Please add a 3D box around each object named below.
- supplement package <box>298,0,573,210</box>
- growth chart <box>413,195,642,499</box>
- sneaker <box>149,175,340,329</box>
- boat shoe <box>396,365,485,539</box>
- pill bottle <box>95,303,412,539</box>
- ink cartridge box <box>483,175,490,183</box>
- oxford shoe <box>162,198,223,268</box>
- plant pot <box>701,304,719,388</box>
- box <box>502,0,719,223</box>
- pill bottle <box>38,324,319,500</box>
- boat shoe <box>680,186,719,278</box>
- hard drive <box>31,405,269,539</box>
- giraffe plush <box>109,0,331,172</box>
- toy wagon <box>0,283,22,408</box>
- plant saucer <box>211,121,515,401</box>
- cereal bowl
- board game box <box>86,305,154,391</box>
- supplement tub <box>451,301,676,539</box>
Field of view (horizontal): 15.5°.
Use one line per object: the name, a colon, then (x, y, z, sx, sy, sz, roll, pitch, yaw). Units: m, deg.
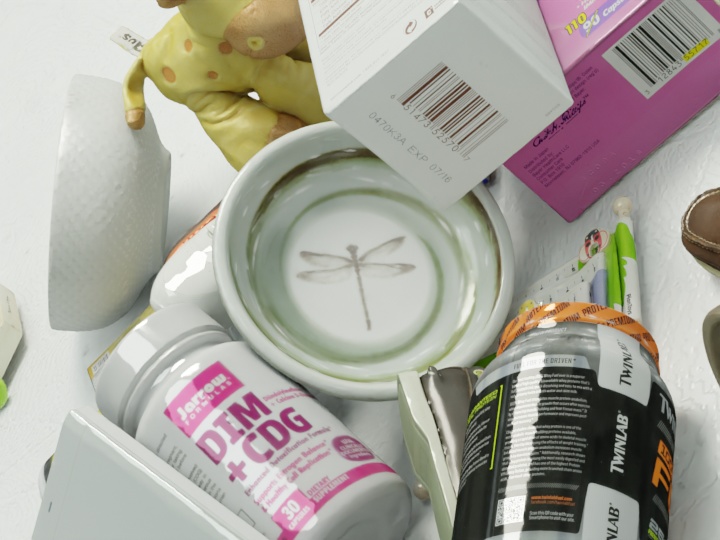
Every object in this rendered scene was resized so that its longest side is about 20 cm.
supplement package: (0.041, -0.159, 1.706, 0.117, 0.117, 0.200, -40, 33, 20)
growth chart: (0.106, 0.055, 1.685, 0.200, 0.018, 0.145, -36, 35, 25)
sneaker: (-0.063, -0.033, 1.781, 0.200, 0.081, 0.076, -35, 58, -28)
boat shoe: (0.072, 0.137, 1.591, 0.060, 0.072, 0.202, -11, 51, -8)
pill bottle: (-0.071, 0.118, 1.675, 0.200, 0.113, 0.113, 41, 92, 27)
ink cartridge box: (0.052, -0.128, 1.911, 0.094, 0.044, 0.201, -30, 38, 33)
oxford shoe: (-0.073, -0.031, 1.885, 0.200, 0.072, 0.072, -32, 21, -36)
plant pot: (0.296, 0.049, 1.308, 0.173, 0.200, 0.200, -38, 31, -8)
box: (0.154, -0.166, 1.772, 0.176, 0.097, 0.200, -40, 33, 18)
pill bottle: (-0.119, 0.114, 1.819, 0.200, 0.112, 0.112, -43, 32, 12)
boat shoe: (0.252, -0.034, 1.532, 0.202, 0.075, 0.075, 4, 60, 53)
hard drive: (-0.126, 0.191, 1.643, 0.200, 0.026, 0.132, 33, 117, 33)
giraffe plush: (-0.087, -0.187, 1.962, 0.162, 0.199, 0.173, 107, 180, -55)
toy wagon: (-0.361, 0.098, 2.212, 0.200, 0.040, 0.155, -43, 32, 13)
plant saucer: (0.000, 0.000, 1.721, 0.050, 0.199, 0.201, 109, -179, -62)
cereal bowl: (-0.192, -0.050, 2.054, 0.200, 0.083, 0.201, -176, 90, -89)
board game box: (-0.111, 0.047, 1.951, 0.200, 0.035, 0.136, -45, 32, 11)
supplement tub: (0.116, 0.124, 1.499, 0.122, 0.122, 0.201, -24, 41, 36)
